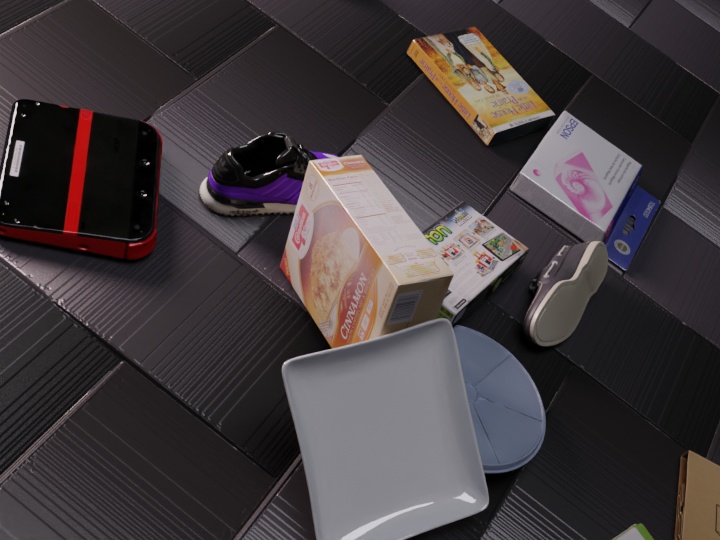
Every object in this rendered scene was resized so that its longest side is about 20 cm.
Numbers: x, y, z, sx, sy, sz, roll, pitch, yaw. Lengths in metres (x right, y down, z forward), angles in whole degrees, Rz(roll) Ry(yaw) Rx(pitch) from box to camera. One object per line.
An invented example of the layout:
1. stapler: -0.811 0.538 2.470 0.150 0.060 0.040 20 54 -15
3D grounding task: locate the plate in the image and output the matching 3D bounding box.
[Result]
1. plate: 0.024 0.166 1.068 0.197 0.032 0.203 -13 91 -27

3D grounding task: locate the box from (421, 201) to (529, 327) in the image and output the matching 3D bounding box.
1. box: 0.115 -0.008 1.308 0.110 0.035 0.199 37 39 16

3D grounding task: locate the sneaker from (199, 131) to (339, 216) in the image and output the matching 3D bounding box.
1. sneaker: -0.086 -0.121 1.272 0.198 0.100 0.070 -12 60 -34

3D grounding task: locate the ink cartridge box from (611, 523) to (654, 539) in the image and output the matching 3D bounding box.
1. ink cartridge box: 0.242 0.361 1.047 0.198 0.076 0.149 -19 63 -37

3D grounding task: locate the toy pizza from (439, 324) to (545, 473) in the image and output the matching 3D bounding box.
1. toy pizza: 0.114 0.143 1.197 0.197 0.032 0.202 15 43 -14

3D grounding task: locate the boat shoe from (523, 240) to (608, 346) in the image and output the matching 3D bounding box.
1. boat shoe: 0.249 0.029 1.367 0.062 0.074 0.200 5 36 39

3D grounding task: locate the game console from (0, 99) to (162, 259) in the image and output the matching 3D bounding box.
1. game console: -0.310 -0.103 1.196 0.174 0.031 0.202 8 48 -16

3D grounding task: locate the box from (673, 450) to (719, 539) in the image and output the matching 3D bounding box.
1. box: 0.452 0.315 1.236 0.198 0.021 0.165 27 45 -4

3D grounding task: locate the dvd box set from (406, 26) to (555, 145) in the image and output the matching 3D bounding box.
1. dvd box set: 0.180 -0.278 1.600 0.145 0.030 0.201 -19 63 -38

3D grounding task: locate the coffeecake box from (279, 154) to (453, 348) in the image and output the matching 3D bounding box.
1. coffeecake box: 0.000 0.000 1.153 0.072 0.155 0.201 -9 46 -31

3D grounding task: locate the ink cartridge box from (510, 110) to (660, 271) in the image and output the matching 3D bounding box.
1. ink cartridge box: 0.334 -0.119 1.538 0.199 0.044 0.197 34 44 5
